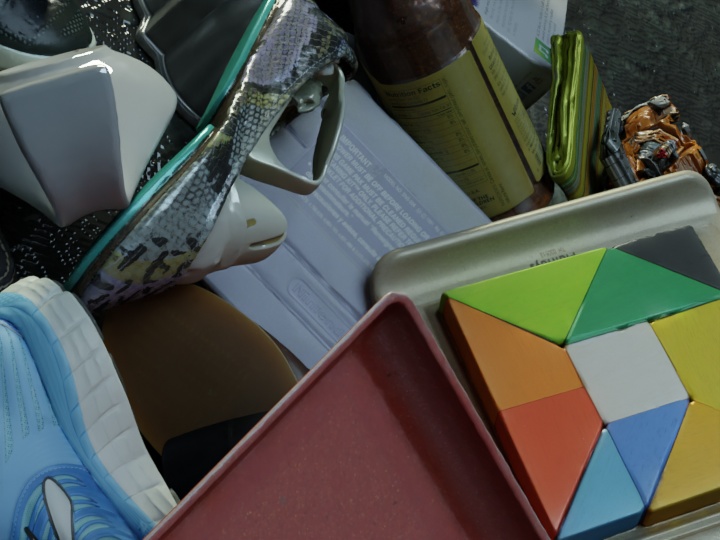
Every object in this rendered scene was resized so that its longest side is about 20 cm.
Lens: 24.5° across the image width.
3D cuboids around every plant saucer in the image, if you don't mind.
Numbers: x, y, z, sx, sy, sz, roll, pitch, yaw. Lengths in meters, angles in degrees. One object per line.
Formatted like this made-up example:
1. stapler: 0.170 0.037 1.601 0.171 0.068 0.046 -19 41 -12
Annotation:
1. plant saucer: -0.010 0.144 0.610 0.200 0.037 0.200 -44 116 -29

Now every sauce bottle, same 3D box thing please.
1. sauce bottle: 0.034 -0.108 0.814 0.201 0.066 0.066 62 31 -30

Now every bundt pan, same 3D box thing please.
1. bundt pan: -0.020 -0.134 0.903 0.201 0.076 0.203 26 43 -27

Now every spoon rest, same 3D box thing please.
1. spoon rest: -0.120 -0.056 0.682 0.099 0.200 0.061 -16 101 -7

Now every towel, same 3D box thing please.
1. towel: 0.134 -0.046 0.928 0.200 0.018 0.087 52 42 -58

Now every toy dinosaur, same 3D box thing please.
1. toy dinosaur: 0.159 -0.009 0.876 0.136 0.102 0.201 49 52 -24

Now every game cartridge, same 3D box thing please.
1. game cartridge: 0.000 0.000 0.798 0.200 0.038 0.130 46 66 -4

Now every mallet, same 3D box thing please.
1. mallet: -0.040 0.157 0.659 0.041 0.065 0.202 38 47 -76

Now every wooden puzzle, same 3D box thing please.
1. wooden puzzle: 0.121 0.054 0.752 0.184 0.037 0.201 -15 63 -15

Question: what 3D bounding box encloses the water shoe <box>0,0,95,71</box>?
1. water shoe: -0.189 -0.178 0.774 0.200 0.079 0.071 49 39 0

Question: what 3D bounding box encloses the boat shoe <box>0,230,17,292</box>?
1. boat shoe: -0.207 -0.062 0.674 0.200 0.063 0.073 49 36 -2

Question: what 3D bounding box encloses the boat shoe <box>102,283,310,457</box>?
1. boat shoe: -0.031 0.082 0.725 0.200 0.070 0.070 44 0 9

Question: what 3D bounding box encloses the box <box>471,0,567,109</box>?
1. box: 0.030 -0.193 0.911 0.199 0.036 0.145 35 40 -19

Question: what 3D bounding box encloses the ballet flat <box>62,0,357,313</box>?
1. ballet flat: -0.052 -0.044 0.718 0.072 0.072 0.201 39 53 -12

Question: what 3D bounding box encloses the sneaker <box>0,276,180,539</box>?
1. sneaker: -0.115 0.108 0.633 0.090 0.078 0.201 -25 82 -23
